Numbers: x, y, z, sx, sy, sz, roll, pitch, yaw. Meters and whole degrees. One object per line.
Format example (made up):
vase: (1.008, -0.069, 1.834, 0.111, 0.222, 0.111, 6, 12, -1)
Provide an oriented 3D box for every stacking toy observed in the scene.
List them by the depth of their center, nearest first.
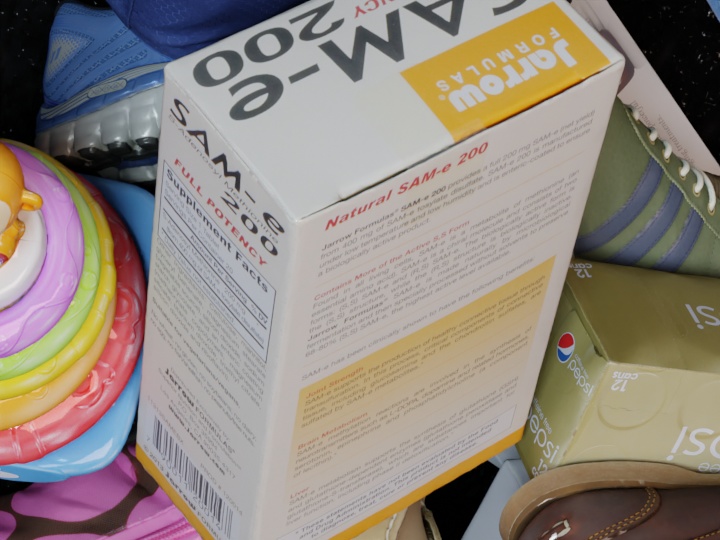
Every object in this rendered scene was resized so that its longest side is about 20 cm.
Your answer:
stacking toy: (-0.118, -0.004, 0.817, 0.115, 0.200, 0.110, 12, 76, -4)

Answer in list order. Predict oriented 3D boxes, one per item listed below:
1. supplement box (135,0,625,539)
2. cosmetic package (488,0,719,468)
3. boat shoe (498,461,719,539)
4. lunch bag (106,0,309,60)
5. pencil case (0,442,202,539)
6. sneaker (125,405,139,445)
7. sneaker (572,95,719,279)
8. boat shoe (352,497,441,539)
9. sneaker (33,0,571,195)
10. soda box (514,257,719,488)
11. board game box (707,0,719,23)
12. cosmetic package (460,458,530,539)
supplement box: (0.000, 0.000, 0.850, 0.126, 0.074, 0.201, -27, 149, -27)
cosmetic package: (0.048, -0.040, 1.036, 0.151, 0.052, 0.200, -45, 122, -7)
boat shoe: (0.149, 0.106, 0.934, 0.199, 0.070, 0.071, -5, 129, -16)
lunch bag: (-0.044, -0.174, 0.835, 0.135, 0.200, 0.132, -30, 160, -20)
pencil case: (-0.123, 0.116, 0.959, 0.199, 0.094, 0.091, -24, 77, -25)
sneaker: (-0.129, 0.032, 0.941, 0.199, 0.078, 0.071, -11, 112, -26)
sneaker: (0.101, -0.025, 1.000, 0.089, 0.067, 0.201, -24, 124, -17)
boat shoe: (0.006, 0.124, 1.003, 0.066, 0.074, 0.201, 26, 115, 9)
sneaker: (-0.025, -0.088, 0.917, 0.079, 0.199, 0.090, 40, 42, -68)
soda box: (0.154, 0.049, 0.978, 0.199, 0.064, 0.068, 7, 124, -25)
board game box: (0.208, -0.161, 1.038, 0.199, 0.152, 0.037, -16, 155, -25)
cosmetic package: (0.128, 0.171, 1.060, 0.199, 0.123, 0.200, -5, 140, -29)
